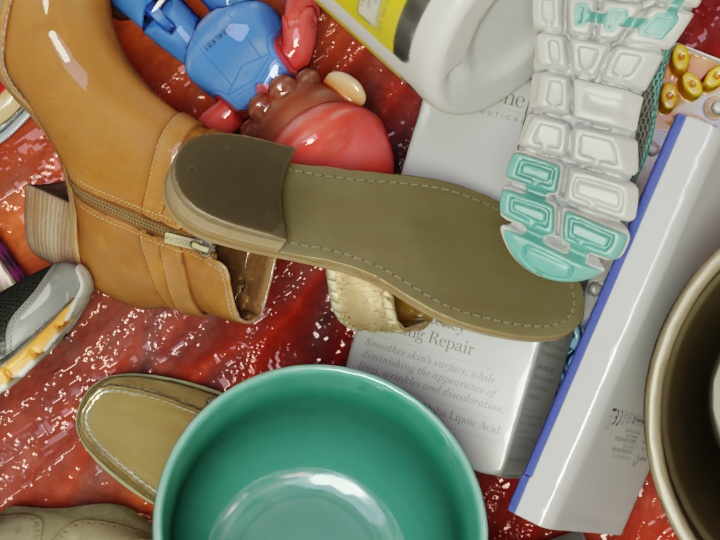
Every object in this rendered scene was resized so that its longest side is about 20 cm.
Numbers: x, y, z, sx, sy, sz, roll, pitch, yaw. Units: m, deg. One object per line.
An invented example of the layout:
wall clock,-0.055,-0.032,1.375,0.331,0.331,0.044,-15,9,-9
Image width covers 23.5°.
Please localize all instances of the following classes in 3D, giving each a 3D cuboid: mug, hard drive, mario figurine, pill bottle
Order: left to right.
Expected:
mario figurine,-0.053,-0.100,0.943,0.200,0.106,0.124,52,136,13
mug,-0.012,0.145,0.822,0.152,0.114,0.185,-36,77,-18
pill bottle,0.011,-0.179,0.867,0.114,0.114,0.200,-47,65,3
hard drive,0.142,0.033,0.856,0.025,0.132,0.201,24,91,26

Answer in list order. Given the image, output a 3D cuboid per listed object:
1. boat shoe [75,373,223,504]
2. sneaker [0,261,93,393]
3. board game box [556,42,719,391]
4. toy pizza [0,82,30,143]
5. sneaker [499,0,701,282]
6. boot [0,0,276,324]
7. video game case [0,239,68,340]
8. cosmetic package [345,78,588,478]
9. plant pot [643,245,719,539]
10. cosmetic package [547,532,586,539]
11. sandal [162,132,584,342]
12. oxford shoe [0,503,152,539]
boat shoe,-0.065,0.111,0.926,0.199,0.076,0.072,23,91,5
sneaker,-0.230,0.047,0.903,0.200,0.078,0.077,-32,93,4
board game box,0.219,0.004,0.928,0.199,0.026,0.201,22,91,5
toy pizza,-0.259,-0.153,0.971,0.199,0.032,0.201,0,89,5
sneaker,0.112,-0.096,0.817,0.077,0.091,0.201,18,95,7
boot,-0.108,-0.074,0.890,0.154,0.074,0.201,18,123,35
video game case,-0.292,0.007,0.953,0.181,0.036,0.200,-34,96,4
cosmetic package,0.064,-0.001,0.906,0.101,0.074,0.201,14,89,20
plant pot,0.228,0.065,0.826,0.199,0.174,0.201,0,90,5
cosmetic package,0.045,0.223,0.903,0.199,0.090,0.107,-19,100,1
sandal,0.001,-0.005,0.853,0.211,0.070,0.078,18,55,-12
oxford shoe,-0.115,0.154,0.926,0.199,0.075,0.071,6,129,9
